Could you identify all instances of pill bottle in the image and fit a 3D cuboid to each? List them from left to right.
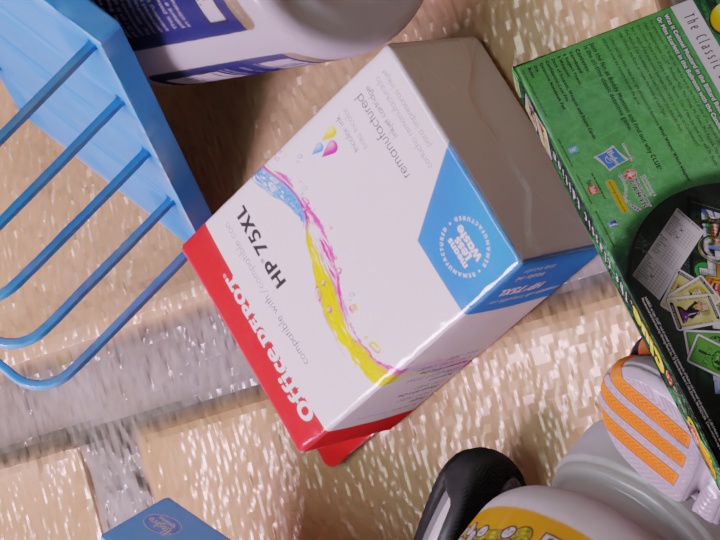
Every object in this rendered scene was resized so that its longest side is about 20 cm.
[{"bbox_3d":[-0.067,-0.141,1.141,0.200,0.111,0.111,-3,96,53],"label":"pill bottle"},{"bbox_3d":[0.070,0.159,1.030,0.113,0.200,0.113,32,154,18],"label":"pill bottle"}]

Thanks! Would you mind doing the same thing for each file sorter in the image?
[{"bbox_3d":[-0.171,-0.054,1.173,0.139,0.200,0.123,37,75,25],"label":"file sorter"}]

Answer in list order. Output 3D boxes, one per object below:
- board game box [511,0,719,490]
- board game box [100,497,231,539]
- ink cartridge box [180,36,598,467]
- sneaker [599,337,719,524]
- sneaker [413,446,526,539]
[{"bbox_3d":[0.142,-0.019,0.974,0.105,0.023,0.200,-22,57,-2],"label":"board game box"},{"bbox_3d":[-0.042,0.219,1.171,0.153,0.040,0.200,26,136,50],"label":"board game box"},{"bbox_3d":[0.000,0.000,1.150,0.200,0.067,0.116,-43,71,36],"label":"ink cartridge box"},{"bbox_3d":[0.196,0.074,0.971,0.200,0.112,0.078,44,148,18],"label":"sneaker"},{"bbox_3d":[0.003,0.157,1.172,0.115,0.075,0.200,27,115,35],"label":"sneaker"}]
